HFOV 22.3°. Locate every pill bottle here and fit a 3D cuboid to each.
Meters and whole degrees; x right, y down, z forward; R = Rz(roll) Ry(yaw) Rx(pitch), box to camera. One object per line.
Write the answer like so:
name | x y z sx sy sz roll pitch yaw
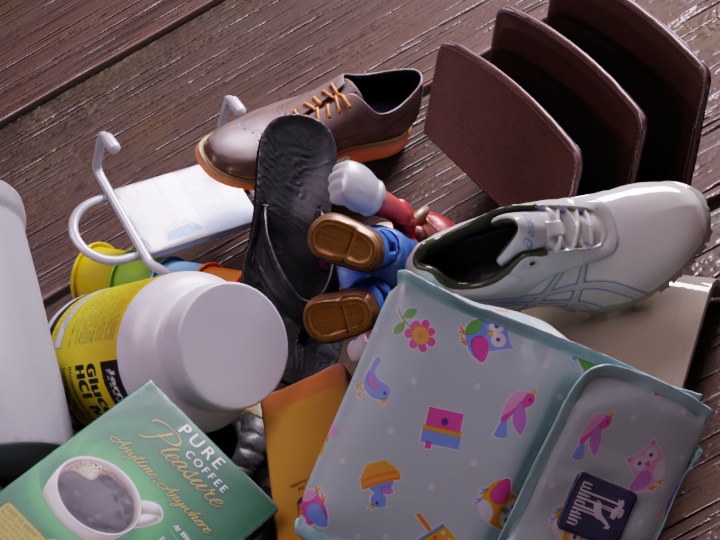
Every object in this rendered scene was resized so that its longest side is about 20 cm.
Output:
pill bottle | -0.137 0.060 1.270 0.200 0.112 0.113 -12 39 56

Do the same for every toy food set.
toy food set | 0.142 0.079 1.169 0.143 0.060 0.200 7 54 23

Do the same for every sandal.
sandal | -0.048 -0.016 1.307 0.075 0.048 0.201 0 81 -13

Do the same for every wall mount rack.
wall mount rack | -0.114 -0.045 1.393 0.200 0.075 0.174 -19 63 -29

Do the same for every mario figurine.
mario figurine | 0.000 0.000 1.248 0.106 0.200 0.124 42 104 11

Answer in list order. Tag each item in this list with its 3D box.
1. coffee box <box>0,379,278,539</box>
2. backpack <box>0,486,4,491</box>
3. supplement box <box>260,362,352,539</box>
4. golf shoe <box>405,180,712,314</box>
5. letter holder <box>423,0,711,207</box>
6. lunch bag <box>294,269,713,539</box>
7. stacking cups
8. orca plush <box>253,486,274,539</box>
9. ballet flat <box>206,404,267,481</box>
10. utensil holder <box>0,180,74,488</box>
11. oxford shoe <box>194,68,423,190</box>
coffee box | -0.158 0.166 1.103 0.123 0.044 0.200 42 49 10
backpack | -0.285 0.243 1.183 0.200 0.176 0.153 -22 28 8
supplement box | -0.015 0.157 1.176 0.066 0.069 0.200 -24 39 12
golf shoe | 0.123 -0.012 1.137 0.200 0.097 0.078 -18 71 6
letter holder | 0.141 -0.119 1.269 0.100 0.142 0.200 -7 32 -25
lunch bag | 0.084 0.113 1.055 0.200 0.122 0.171 24 88 6
stacking cups | -0.130 0.019 1.406 0.200 0.061 0.061 9 55 32
orca plush | -0.101 0.222 1.167 0.105 0.071 0.200 -10 24 16
ballet flat | -0.124 0.148 1.251 0.200 0.057 0.066 -46 25 -28
utensil holder | -0.294 0.059 1.254 0.170 0.170 0.200 -23 68 12
oxford shoe | -0.037 -0.116 1.386 0.200 0.073 0.071 -21 63 -37
